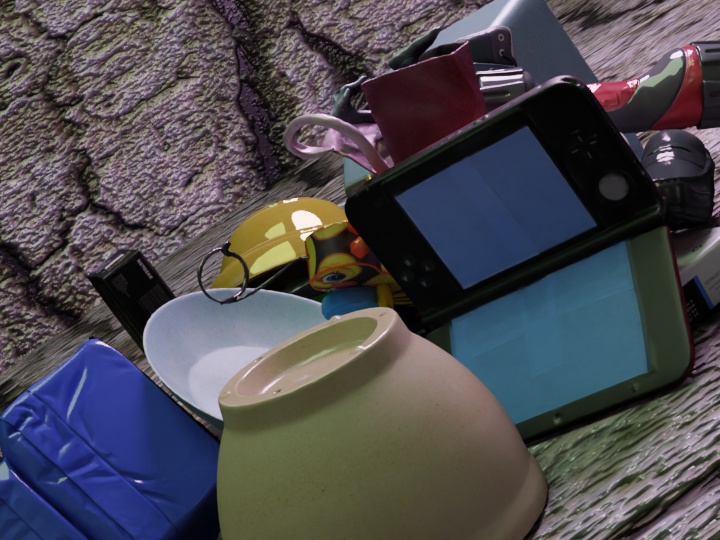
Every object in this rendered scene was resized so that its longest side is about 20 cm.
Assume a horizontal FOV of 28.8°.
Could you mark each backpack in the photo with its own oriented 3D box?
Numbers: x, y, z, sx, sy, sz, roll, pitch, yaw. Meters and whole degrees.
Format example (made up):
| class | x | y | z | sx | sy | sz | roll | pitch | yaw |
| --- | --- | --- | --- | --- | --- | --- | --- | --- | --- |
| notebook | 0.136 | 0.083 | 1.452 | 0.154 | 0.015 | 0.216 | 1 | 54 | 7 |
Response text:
| class | x | y | z | sx | sy | sz | roll | pitch | yaw |
| --- | --- | --- | --- | --- | --- | --- | --- | --- | --- |
| backpack | -0.195 | 0.172 | 1.018 | 0.167 | 0.162 | 0.201 | -39 | -16 | -26 |

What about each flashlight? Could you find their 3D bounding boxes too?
| class | x | y | z | sx | sy | sz | roll | pitch | yaw |
| --- | --- | --- | --- | --- | --- | --- | --- | --- | --- |
| flashlight | 0.185 | -0.135 | 1.065 | 0.197 | 0.068 | 0.068 | -3 | 53 | 1 |

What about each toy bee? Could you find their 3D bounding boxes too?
| class | x | y | z | sx | sy | sz | roll | pitch | yaw |
| --- | --- | --- | --- | --- | --- | --- | --- | --- | --- |
| toy bee | 0.000 | 0.000 | 1.034 | 0.199 | 0.132 | 0.109 | -22 | -8 | -35 |

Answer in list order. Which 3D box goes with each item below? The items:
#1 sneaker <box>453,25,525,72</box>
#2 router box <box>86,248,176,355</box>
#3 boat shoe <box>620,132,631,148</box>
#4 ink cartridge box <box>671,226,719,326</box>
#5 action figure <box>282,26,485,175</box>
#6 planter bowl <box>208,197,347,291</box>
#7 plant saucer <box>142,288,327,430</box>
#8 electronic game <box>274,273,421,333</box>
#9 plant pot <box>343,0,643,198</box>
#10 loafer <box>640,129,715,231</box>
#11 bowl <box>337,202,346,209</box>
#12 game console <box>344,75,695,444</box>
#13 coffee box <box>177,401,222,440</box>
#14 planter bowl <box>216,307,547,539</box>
| class | x | y | z | sx | sy | sz | roll | pitch | yaw |
| --- | --- | --- | --- | --- | --- | --- | --- | --- | --- |
| sneaker | 0.145 | -0.123 | 1.141 | 0.200 | 0.148 | 0.077 | 5 | -16 | -10 |
| router box | -0.193 | 0.072 | 1.415 | 0.051 | 0.201 | 0.149 | -38 | 12 | -13 |
| boat shoe | 0.145 | -0.042 | 1.059 | 0.200 | 0.065 | 0.073 | -43 | 42 | 45 |
| ink cartridge box | 0.182 | 0.016 | 0.999 | 0.099 | 0.039 | 0.200 | -38 | 13 | -20 |
| action figure | 0.066 | -0.060 | 0.984 | 0.148 | 0.201 | 0.134 | -32 | 4 | -27 |
| planter bowl | -0.057 | -0.007 | 1.235 | 0.198 | 0.084 | 0.201 | -16 | -23 | -7 |
| plant saucer | -0.062 | 0.079 | 1.016 | 0.201 | 0.199 | 0.039 | -56 | -18 | -63 |
| electronic game | -0.017 | 0.044 | 1.219 | 0.198 | 0.042 | 0.200 | -16 | -23 | -7 |
| plant pot | 0.098 | -0.101 | 1.278 | 0.195 | 0.197 | 0.200 | -21 | 21 | 50 |
| loafer | 0.221 | -0.065 | 1.009 | 0.067 | 0.071 | 0.200 | -5 | 4 | 19 |
| bowl | -0.061 | 0.029 | 1.456 | 0.199 | 0.108 | 0.200 | -32 | 11 | 7 |
| game console | 0.094 | 0.005 | 0.903 | 0.199 | 0.173 | 0.119 | -26 | 23 | 33 |
| coffee box | -0.083 | 0.130 | 1.164 | 0.199 | 0.080 | 0.113 | -28 | 13 | 29 |
| planter bowl | -0.006 | 0.107 | 0.834 | 0.198 | 0.136 | 0.200 | -25 | 12 | 6 |
